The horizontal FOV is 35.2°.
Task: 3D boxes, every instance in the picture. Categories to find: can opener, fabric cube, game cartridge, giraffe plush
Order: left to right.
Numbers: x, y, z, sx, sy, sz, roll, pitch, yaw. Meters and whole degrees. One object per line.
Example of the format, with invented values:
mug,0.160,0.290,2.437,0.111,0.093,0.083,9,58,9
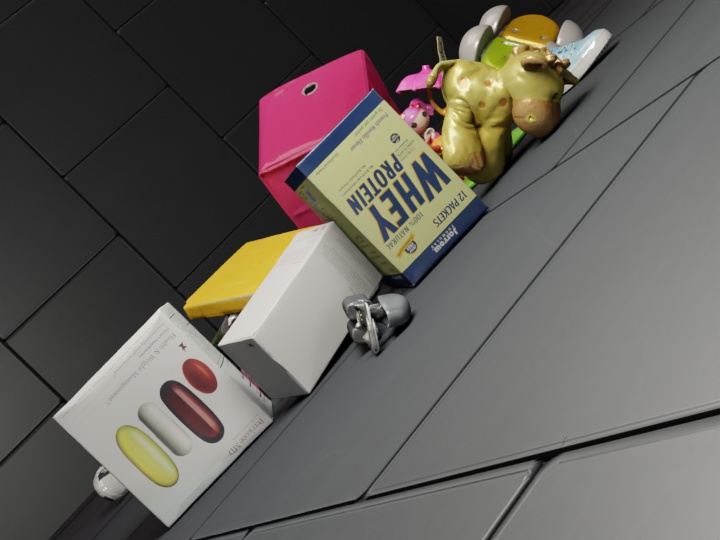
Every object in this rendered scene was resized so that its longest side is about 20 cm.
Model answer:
game cartridge,-0.139,0.003,1.608,0.199,0.033,0.176,-12,26,43
fabric cube,-0.031,-0.179,1.751,0.195,0.200,0.200,-23,38,15
can opener,0.019,0.053,1.255,0.067,0.054,0.200,-13,3,-3
giraffe plush,0.195,-0.222,1.466,0.162,0.201,0.173,-8,21,30

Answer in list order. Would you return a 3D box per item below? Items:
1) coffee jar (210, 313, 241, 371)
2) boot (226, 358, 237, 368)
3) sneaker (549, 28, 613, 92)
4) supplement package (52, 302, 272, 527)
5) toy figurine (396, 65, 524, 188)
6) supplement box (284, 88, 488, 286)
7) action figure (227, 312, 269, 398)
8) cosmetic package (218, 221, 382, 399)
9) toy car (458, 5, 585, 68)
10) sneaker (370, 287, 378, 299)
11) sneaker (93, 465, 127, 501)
coffee jar,-0.166,0.090,1.743,0.201,0.104,0.085,-64,23,17
boot,-0.270,0.219,1.647,0.165,0.066,0.201,-8,56,56
sneaker,0.284,-0.304,1.683,0.200,0.082,0.074,-41,7,42
supplement package,-0.247,0.180,1.458,0.191,0.200,0.147,-46,5,-2
toy figurine,0.118,-0.209,1.697,0.200,0.184,0.150,-46,5,-5
supplement box,0.026,-0.096,1.428,0.134,0.200,0.200,-45,5,-6
action figure,-0.102,0.105,1.587,0.148,0.134,0.200,-16,-16,-33
cosmetic package,-0.071,0.049,1.401,0.085,0.108,0.200,-15,33,50
toy car,0.260,-0.332,1.850,0.200,0.174,0.151,-51,-27,-46
sneaker,-0.043,0.046,1.541,0.073,0.085,0.200,-41,8,27
sneaker,-0.465,0.383,2.332,0.130,0.079,0.199,-53,-9,24
